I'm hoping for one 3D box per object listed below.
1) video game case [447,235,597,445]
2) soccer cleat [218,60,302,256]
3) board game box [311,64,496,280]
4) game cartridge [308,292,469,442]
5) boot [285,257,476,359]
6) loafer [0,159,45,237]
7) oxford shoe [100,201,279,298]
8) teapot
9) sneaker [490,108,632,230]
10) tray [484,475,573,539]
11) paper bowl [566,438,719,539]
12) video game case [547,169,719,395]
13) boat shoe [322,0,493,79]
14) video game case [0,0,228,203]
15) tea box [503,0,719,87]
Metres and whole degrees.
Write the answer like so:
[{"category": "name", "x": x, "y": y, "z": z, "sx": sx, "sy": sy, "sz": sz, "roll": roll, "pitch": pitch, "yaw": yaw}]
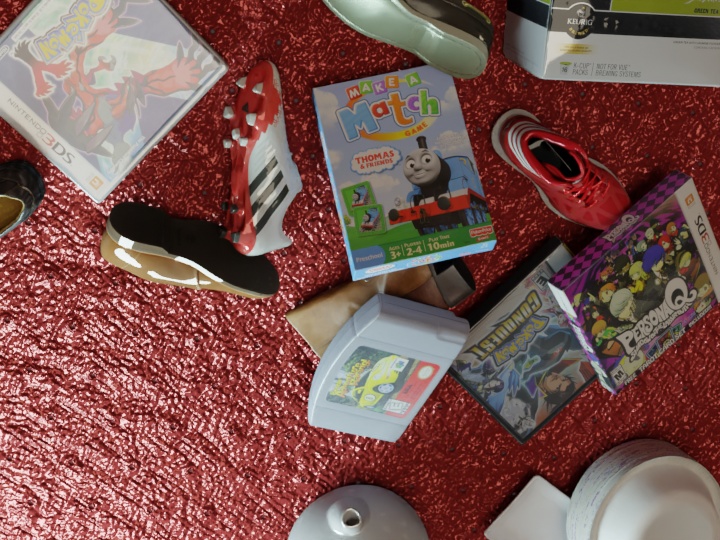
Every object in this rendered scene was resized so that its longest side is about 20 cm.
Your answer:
[{"category": "video game case", "x": 0.210, "y": 0.087, "z": 1.242, "sx": 0.200, "sy": 0.026, "sz": 0.181, "roll": -43, "pitch": 118, "yaw": 6}, {"category": "soccer cleat", "x": -0.097, "y": -0.115, "z": 1.097, "sx": 0.084, "sy": 0.068, "sz": 0.204, "roll": -2, "pitch": 104, "yaw": -36}, {"category": "board game box", "x": 0.042, "y": -0.105, "z": 1.078, "sx": 0.148, "sy": 0.037, "sz": 0.203, "roll": -12, "pitch": 73, "yaw": -6}, {"category": "game cartridge", "x": 0.021, "y": 0.114, "z": 1.179, "sx": 0.131, "sy": 0.041, "sz": 0.201, "roll": 17, "pitch": 127, "yaw": -18}, {"category": "boot", "x": 0.000, "y": 0.000, "z": 1.166, "sx": 0.198, "sy": 0.069, "sz": 0.189, "roll": -31, "pitch": 114, "yaw": 19}, {"category": "loafer", "x": -0.412, "y": -0.041, "z": 1.056, "sx": 0.198, "sy": 0.072, "sz": 0.073, "roll": -34, "pitch": 114, "yaw": 4}, {"category": "oxford shoe", "x": -0.182, "y": -0.010, "z": 1.127, "sx": 0.197, "sy": 0.072, "sz": 0.072, "roll": 21, "pitch": 134, "yaw": -18}, {"category": "teapot", "x": 0.004, "y": 0.371, "z": 1.254, "sx": 0.198, "sy": 0.146, "sz": 0.199, "roll": 30, "pitch": 103, "yaw": -21}, {"category": "sneaker", "x": 0.232, "y": -0.091, "z": 1.137, "sx": 0.198, "sy": 0.116, "sz": 0.079, "roll": 29, "pitch": 103, "yaw": -19}, {"category": "tray", "x": 0.259, "y": 0.347, "z": 1.361, "sx": 0.199, "sy": 0.022, "sz": 0.108, "roll": 37, "pitch": 101, "yaw": -21}, {"category": "paper bowl", "x": 0.367, "y": 0.323, "z": 1.314, "sx": 0.197, "sy": 0.104, "sz": 0.205, "roll": -4, "pitch": 103, "yaw": -16}, {"category": "video game case", "x": 0.326, "y": 0.017, "z": 1.206, "sx": 0.199, "sy": 0.036, "sz": 0.182, "roll": -39, "pitch": 123, "yaw": -8}, {"category": "boat shoe", "x": 0.045, "y": -0.268, "z": 1.066, "sx": 0.199, "sy": 0.061, "sz": 0.072, "roll": 28, "pitch": 148, "yaw": -11}, {"category": "video game case", "x": -0.263, "y": -0.198, "z": 1.052, "sx": 0.200, "sy": 0.023, "sz": 0.182, "roll": -44, "pitch": 112, "yaw": 7}, {"category": "tea box", "x": 0.263, "y": -0.298, "z": 1.055, "sx": 0.196, "sy": 0.134, "sz": 0.200, "roll": 1, "pitch": 112, "yaw": -11}]
